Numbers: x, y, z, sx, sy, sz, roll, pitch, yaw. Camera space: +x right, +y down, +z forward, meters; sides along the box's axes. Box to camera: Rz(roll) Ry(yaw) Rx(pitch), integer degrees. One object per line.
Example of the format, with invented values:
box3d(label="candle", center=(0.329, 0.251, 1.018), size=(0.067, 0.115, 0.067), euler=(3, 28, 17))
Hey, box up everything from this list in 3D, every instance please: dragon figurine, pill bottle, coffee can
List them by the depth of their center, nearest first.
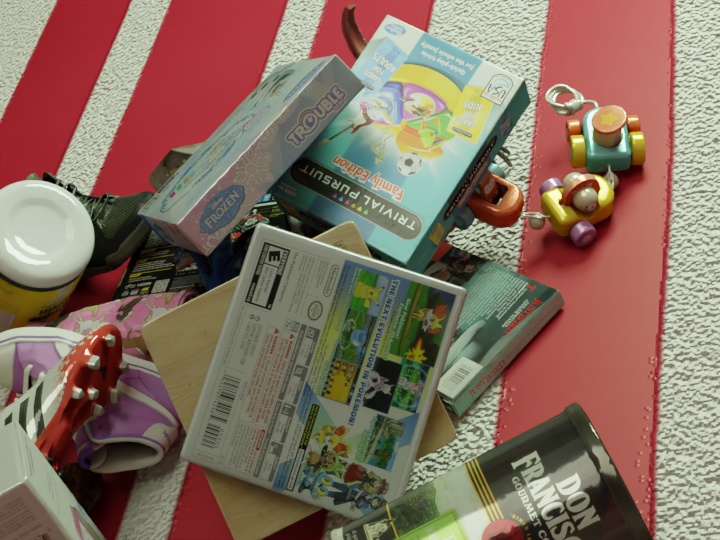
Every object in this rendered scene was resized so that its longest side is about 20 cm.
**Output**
box3d(label="coffee can", center=(0.098, 0.204, 1.117), size=(0.199, 0.147, 0.147), euler=(-28, 38, 2))
box3d(label="dragon figurine", center=(-0.113, -0.011, 1.436), size=(0.200, 0.058, 0.101), euler=(-36, 61, 55))
box3d(label="pill bottle", center=(-0.338, 0.003, 1.580), size=(0.113, 0.112, 0.200), euler=(-59, 6, -34))

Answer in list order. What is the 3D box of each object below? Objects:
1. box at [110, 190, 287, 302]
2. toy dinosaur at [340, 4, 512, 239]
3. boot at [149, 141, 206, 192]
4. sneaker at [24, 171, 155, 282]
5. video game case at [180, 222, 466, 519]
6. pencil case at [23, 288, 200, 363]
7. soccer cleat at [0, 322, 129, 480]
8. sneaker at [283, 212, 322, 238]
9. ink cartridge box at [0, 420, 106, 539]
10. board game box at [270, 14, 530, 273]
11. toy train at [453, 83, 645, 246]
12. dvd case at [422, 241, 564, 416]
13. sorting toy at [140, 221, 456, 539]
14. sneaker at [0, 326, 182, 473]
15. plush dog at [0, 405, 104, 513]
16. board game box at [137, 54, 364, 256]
box3d(label="box", center=(-0.138, -0.014, 1.591), size=(0.198, 0.050, 0.161), euler=(-8, 40, 25))
box3d(label="toy dinosaur", center=(0.044, -0.123, 1.519), size=(0.105, 0.199, 0.183), euler=(-40, 43, 27))
box3d(label="boot", center=(-0.091, -0.120, 1.582), size=(0.185, 0.065, 0.199), euler=(-18, -3, 33))
box3d(label="sneaker", center=(-0.288, -0.054, 1.632), size=(0.198, 0.114, 0.077), euler=(-17, 36, 46))
box3d(label="video game case", center=(-0.029, 0.083, 1.278), size=(0.180, 0.022, 0.202), euler=(17, 83, 6))
box3d(label="pencil case", center=(-0.235, 0.077, 1.520), size=(0.198, 0.083, 0.087), euler=(-11, 44, 21))
box3d(label="soccer cleat", center=(-0.269, 0.123, 1.364), size=(0.084, 0.069, 0.201), euler=(8, 54, 25))
box3d(label="sneaker", center=(0.000, 0.000, 1.440), size=(0.114, 0.076, 0.201), euler=(-12, 49, -4))
box3d(label="ink cartridge box", center=(-0.282, 0.242, 1.270), size=(0.144, 0.201, 0.085), euler=(-28, 34, -1))
box3d(label="board game box", center=(0.036, -0.111, 1.421), size=(0.150, 0.047, 0.201), euler=(28, 77, 23))
box3d(label="toy train", center=(0.174, -0.104, 1.454), size=(0.149, 0.056, 0.200), euler=(30, 62, 23))
box3d(label="dvd case", center=(0.065, 0.041, 1.423), size=(0.146, 0.022, 0.199), euler=(-45, 39, -19))
box3d(label="sorting toy", center=(-0.049, 0.096, 1.324), size=(0.198, 0.070, 0.200), euler=(-26, 81, 0))
box3d(label="sneaker", center=(-0.259, 0.120, 1.432), size=(0.198, 0.073, 0.115), euler=(13, 40, 6))
box3d(label="plush dog", center=(-0.324, 0.203, 1.403), size=(0.171, 0.161, 0.200), euler=(29, 62, 20))
box3d(label="board game box", center=(-0.102, -0.104, 1.420), size=(0.200, 0.043, 0.199), euler=(-48, 15, -8))
